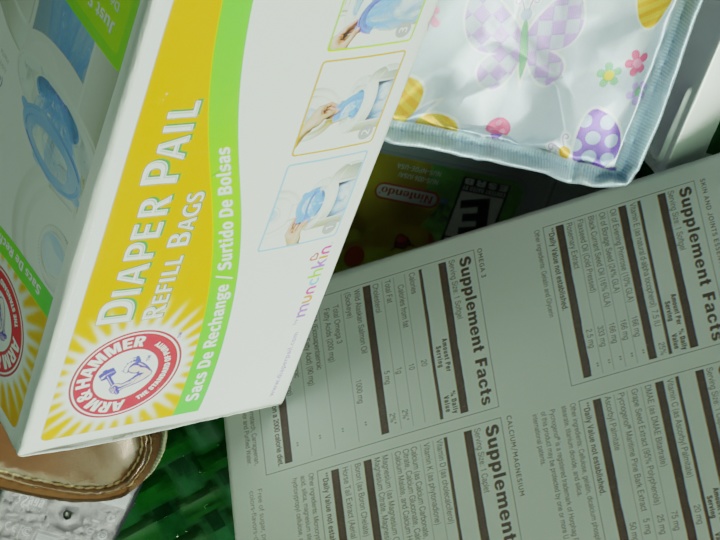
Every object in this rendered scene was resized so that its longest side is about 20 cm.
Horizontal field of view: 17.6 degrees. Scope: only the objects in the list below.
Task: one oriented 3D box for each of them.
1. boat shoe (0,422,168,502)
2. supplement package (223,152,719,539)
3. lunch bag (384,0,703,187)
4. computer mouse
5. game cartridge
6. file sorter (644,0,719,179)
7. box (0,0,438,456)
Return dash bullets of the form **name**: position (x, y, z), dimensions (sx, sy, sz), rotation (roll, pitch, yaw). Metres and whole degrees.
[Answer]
- **boat shoe**: position (-0.164, 0.038, 0.850), dimensions (0.199, 0.068, 0.072), rotation (23, 97, -10)
- **supplement package**: position (0.074, 0.081, 0.806), dimensions (0.199, 0.152, 0.152), rotation (-17, 147, 14)
- **lunch bag**: position (0.051, -0.157, 0.769), dimensions (0.126, 0.170, 0.201), rotation (13, 115, -20)
- **computer mouse**: position (-0.095, 0.038, 0.914), dimensions (0.058, 0.034, 0.201), rotation (23, 102, -26)
- **game cartridge**: position (0.000, 0.000, 0.893), dimensions (0.199, 0.041, 0.134), rotation (10, 115, -26)
- **file sorter**: position (0.170, -0.137, 0.824), dimensions (0.124, 0.139, 0.201), rotation (13, 112, -21)
- **box**: position (-0.064, -0.055, 0.721), dimensions (0.101, 0.113, 0.201), rotation (-9, 138, -34)
